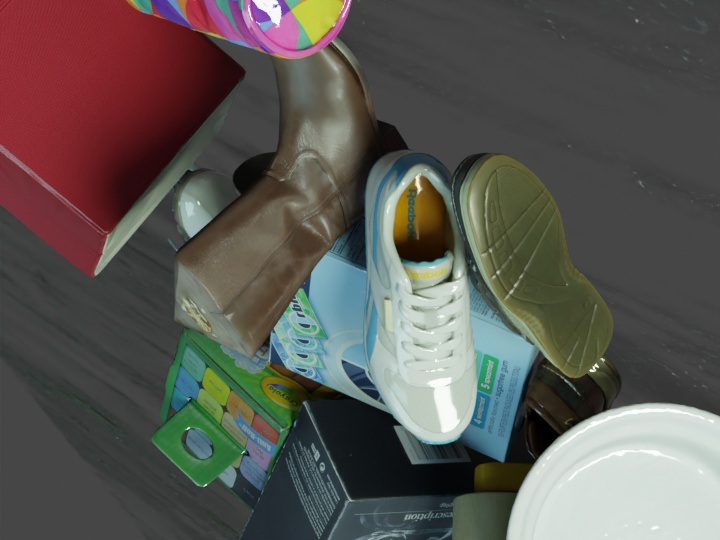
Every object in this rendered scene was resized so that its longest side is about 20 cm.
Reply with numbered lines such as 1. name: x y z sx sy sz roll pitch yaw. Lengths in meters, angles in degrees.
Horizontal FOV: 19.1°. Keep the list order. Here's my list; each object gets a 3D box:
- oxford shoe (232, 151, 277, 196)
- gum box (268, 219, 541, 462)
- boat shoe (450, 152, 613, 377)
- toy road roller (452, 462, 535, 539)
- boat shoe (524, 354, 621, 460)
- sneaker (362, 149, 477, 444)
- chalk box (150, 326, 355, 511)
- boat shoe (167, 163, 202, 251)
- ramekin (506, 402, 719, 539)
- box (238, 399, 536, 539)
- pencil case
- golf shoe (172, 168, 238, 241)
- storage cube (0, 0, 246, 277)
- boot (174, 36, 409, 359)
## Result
1. oxford shoe: -0.023 -0.027 1.632 0.200 0.071 0.071 33 150 35
2. gum box: 0.033 0.045 1.567 0.199 0.045 0.170 24 147 10
3. boat shoe: 0.099 -0.005 1.392 0.066 0.072 0.201 22 158 43
4. toy road roller: 0.163 0.218 1.562 0.199 0.124 0.146 4 162 -1
5. boat shoe: 0.149 0.115 1.575 0.072 0.068 0.200 38 163 23
6. sneaker: 0.040 0.021 1.437 0.081 0.076 0.201 -147 48 -81
7. chalk box: -0.076 0.096 1.721 0.125 0.200 0.124 41 142 18
8. boat shoe: -0.124 -0.016 1.955 0.075 0.062 0.200 32 159 45
9. ramekin: 0.193 0.193 1.435 0.200 0.201 0.098 43 173 6
10. box: 0.027 0.199 1.680 0.104 0.199 0.183 63 140 39
11. pencil case: -0.090 -0.192 1.381 0.200 0.088 0.089 23 153 50
12. golf shoe: -0.078 -0.018 1.828 0.092 0.073 0.200 14 156 50
13. storage cube: -0.220 -0.126 1.679 0.180 0.200 0.171 39 164 -1
14. boot: -0.072 -0.062 1.442 0.187 0.200 0.064 52 163 -25
